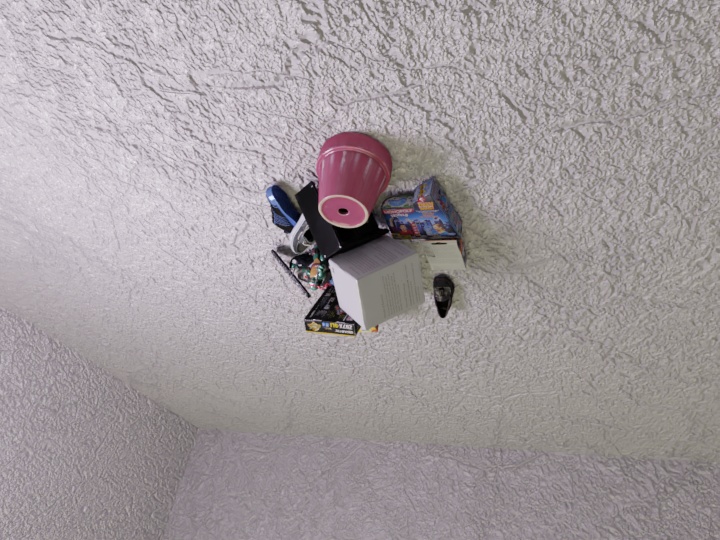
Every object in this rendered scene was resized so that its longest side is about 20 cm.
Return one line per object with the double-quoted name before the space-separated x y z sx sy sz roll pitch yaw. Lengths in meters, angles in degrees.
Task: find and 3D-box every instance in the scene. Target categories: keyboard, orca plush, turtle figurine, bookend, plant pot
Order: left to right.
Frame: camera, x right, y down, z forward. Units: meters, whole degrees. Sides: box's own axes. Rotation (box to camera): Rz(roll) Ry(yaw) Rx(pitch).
"keyboard" -0.235 0.013 1.873 0.200 0.021 0.127 51 176 7
"turtle figurine" -0.143 -0.013 1.731 0.149 0.201 0.101 -6 152 36
"orca plush" -0.144 -0.039 1.824 0.199 0.105 0.071 6 114 30
"bookend" -0.050 -0.158 1.567 0.200 0.199 0.092 -20 174 -43
"plant pot" -0.026 -0.216 1.414 0.199 0.180 0.200 8 147 5

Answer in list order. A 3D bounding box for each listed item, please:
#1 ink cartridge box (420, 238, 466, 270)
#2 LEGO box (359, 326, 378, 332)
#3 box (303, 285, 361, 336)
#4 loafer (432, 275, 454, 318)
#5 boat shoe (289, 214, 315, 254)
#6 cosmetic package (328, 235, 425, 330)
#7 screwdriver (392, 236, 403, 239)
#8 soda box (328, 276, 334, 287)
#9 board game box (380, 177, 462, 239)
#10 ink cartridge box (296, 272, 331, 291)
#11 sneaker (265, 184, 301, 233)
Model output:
"ink cartridge box" 0.249 -0.062 1.647 0.109 0.051 0.200 0 155 18
"LEGO box" -0.029 0.139 1.984 0.199 0.149 0.077 -3 145 22
"box" -0.057 0.117 1.656 0.159 0.200 0.050 4 120 18
"loafer" 0.283 0.092 1.888 0.072 0.063 0.200 3 146 14
"boat shoe" -0.159 -0.107 1.650 0.072 0.071 0.200 -5 143 -27
"cosmetic package" 0.046 0.028 1.554 0.167 0.199 0.167 37 144 54
"screwdriver" 0.070 -0.084 1.662 0.029 0.028 0.200 10 169 -37
"soda box" 0.000 0.000 1.733 0.200 0.068 0.064 -30 104 30
"board game box" 0.165 -0.167 1.529 0.199 0.062 0.200 0 147 20
"ink cartridge box" -0.126 0.054 1.864 0.162 0.200 0.050 25 105 -20
"sneaker" -0.239 -0.173 1.651 0.078 0.070 0.200 -11 142 20
